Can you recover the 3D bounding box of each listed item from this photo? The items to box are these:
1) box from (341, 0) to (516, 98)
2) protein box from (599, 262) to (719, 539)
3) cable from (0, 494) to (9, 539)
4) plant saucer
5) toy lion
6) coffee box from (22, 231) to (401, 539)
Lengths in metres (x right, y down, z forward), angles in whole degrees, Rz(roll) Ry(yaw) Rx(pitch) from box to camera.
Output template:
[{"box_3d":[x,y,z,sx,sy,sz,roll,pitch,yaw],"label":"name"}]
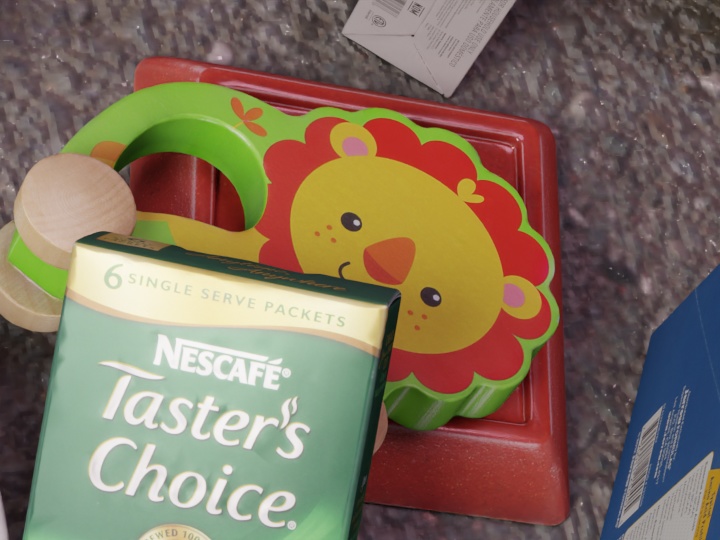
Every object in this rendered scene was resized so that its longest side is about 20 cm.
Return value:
[{"box_3d":[0.073,-0.190,1.174,0.060,0.117,0.200,30,57,-3],"label":"box"},{"box_3d":[0.194,0.088,1.022,0.135,0.200,0.199,23,58,-8],"label":"protein box"},{"box_3d":[-0.200,0.101,0.888,0.200,0.069,0.201,23,61,-61],"label":"cable"},{"box_3d":[0.000,0.000,1.095,0.199,0.037,0.200,8,61,-15],"label":"plant saucer"},{"box_3d":[-0.023,-0.005,1.038,0.200,0.069,0.192,39,50,3],"label":"toy lion"},{"box_3d":[-0.062,0.094,0.937,0.123,0.044,0.201,13,97,7],"label":"coffee box"}]
